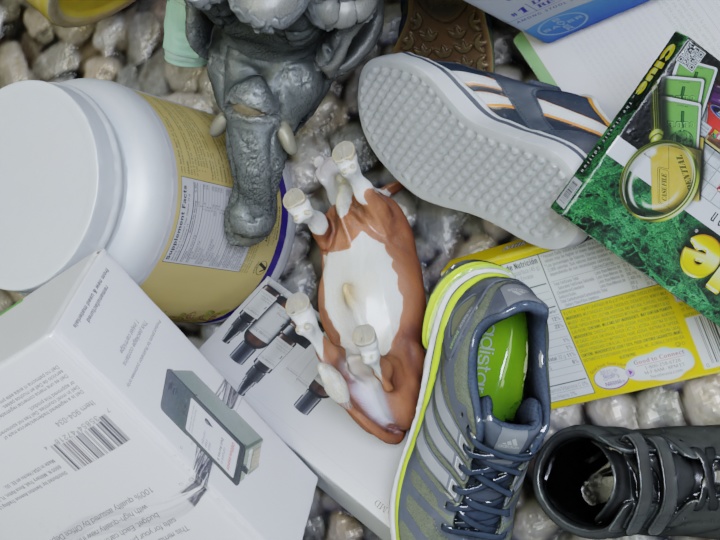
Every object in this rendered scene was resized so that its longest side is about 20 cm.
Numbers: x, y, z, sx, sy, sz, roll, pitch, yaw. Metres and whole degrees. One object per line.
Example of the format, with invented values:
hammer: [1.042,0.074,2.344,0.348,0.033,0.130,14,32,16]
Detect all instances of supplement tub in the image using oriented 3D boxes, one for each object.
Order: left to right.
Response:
supplement tub: [-0.148,-0.042,0.832,0.144,0.199,0.147,-3,84,30]

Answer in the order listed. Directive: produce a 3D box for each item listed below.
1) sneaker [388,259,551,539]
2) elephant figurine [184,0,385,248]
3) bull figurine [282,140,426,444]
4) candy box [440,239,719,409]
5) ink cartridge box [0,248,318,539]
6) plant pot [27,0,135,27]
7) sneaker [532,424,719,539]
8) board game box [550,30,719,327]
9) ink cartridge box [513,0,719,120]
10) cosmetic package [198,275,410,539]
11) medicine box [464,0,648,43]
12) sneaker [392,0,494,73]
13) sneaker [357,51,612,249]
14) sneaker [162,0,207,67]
sneaker: [0.062,0.096,0.690,0.073,0.081,0.203,3,92,-14]
elephant figurine: [-0.052,-0.141,0.756,0.154,0.201,0.142,-31,65,-13]
bull figurine: [0.000,0.000,0.768,0.065,0.121,0.202,-20,60,15]
candy box: [0.152,0.017,0.725,0.198,0.026,0.103,-16,106,28]
ink cartridge box: [-0.143,0.110,0.746,0.145,0.084,0.200,-28,114,27]
plant pot: [-0.222,-0.287,0.913,0.200,0.200,0.190,-41,82,21]
sneaker: [0.182,0.113,0.681,0.198,0.099,0.072,-7,81,29]
board game box: [0.203,-0.019,0.647,0.199,0.023,0.105,32,103,-16]
ink cartridge box: [0.201,-0.135,0.721,0.199,0.048,0.146,-39,67,23]
cosmetic package: [-0.011,0.092,0.807,0.199,0.051,0.083,34,73,28]
medicine box: [0.117,-0.210,0.633,0.181,0.199,0.104,-19,77,31]
sneaker: [0.057,-0.171,0.799,0.066,0.090,0.202,4,118,18]
sneaker: [0.081,-0.071,0.735,0.200,0.079,0.079,37,132,42]
sneaker: [-0.105,-0.188,0.827,0.073,0.200,0.120,18,100,15]
